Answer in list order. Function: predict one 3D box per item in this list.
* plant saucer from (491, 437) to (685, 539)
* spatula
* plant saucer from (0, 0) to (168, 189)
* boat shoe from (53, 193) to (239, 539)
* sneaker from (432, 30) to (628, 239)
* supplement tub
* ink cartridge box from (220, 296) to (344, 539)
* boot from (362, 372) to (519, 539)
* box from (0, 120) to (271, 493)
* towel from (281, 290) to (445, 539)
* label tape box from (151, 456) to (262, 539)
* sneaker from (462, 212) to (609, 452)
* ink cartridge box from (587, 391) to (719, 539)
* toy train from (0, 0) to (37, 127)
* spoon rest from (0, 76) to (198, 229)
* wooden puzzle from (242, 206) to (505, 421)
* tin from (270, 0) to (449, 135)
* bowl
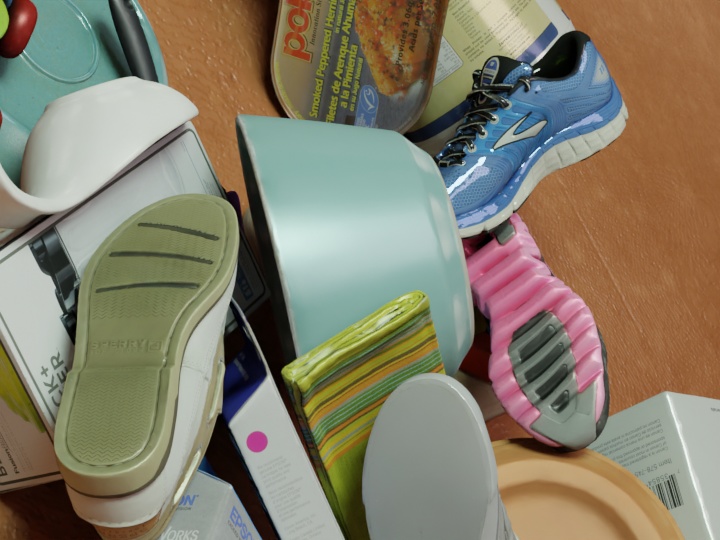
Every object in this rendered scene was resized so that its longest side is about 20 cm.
[{"bbox_3d":[0.108,0.192,0.988,0.198,0.038,0.202,2,65,-4],"label":"plant saucer"},{"bbox_3d":[-0.106,-0.075,0.990,0.201,0.020,0.057,64,18,-10],"label":"spatula"},{"bbox_3d":[-0.185,-0.133,0.973,0.199,0.027,0.202,29,46,-35],"label":"plant saucer"},{"bbox_3d":[-0.102,0.045,0.815,0.201,0.074,0.069,-74,164,-46],"label":"boat shoe"},{"bbox_3d":[0.084,-0.092,1.087,0.199,0.078,0.090,-37,121,-24],"label":"sneaker"},{"bbox_3d":[0.044,-0.198,1.181,0.200,0.144,0.145,51,38,-11],"label":"supplement tub"},{"bbox_3d":[-0.039,0.112,0.874,0.095,0.037,0.202,-145,-147,-77],"label":"ink cartridge box"},{"bbox_3d":[0.051,0.145,0.896,0.096,0.073,0.202,-33,121,-69],"label":"boot"},{"bbox_3d":[-0.138,0.015,0.881,0.200,0.060,0.118,-42,113,-52],"label":"box"},{"bbox_3d":[0.019,0.103,0.900,0.018,0.086,0.201,45,-21,45],"label":"towel"},{"bbox_3d":[-0.073,0.177,0.822,0.201,0.063,0.145,-72,148,-43],"label":"label tape box"},{"bbox_3d":[0.117,0.044,1.078,0.095,0.079,0.201,49,14,-45],"label":"sneaker"},{"bbox_3d":[0.212,0.204,1.105,0.144,0.145,0.202,13,57,-46],"label":"ink cartridge box"},{"bbox_3d":[-0.208,-0.098,0.825,0.084,0.116,0.202,24,57,-20],"label":"toy train"},{"bbox_3d":[-0.151,-0.060,0.846,0.200,0.099,0.061,-25,97,-68],"label":"spoon rest"},{"bbox_3d":[0.031,0.020,1.102,0.199,0.046,0.187,-16,79,-52],"label":"wooden puzzle"},{"bbox_3d":[0.003,-0.179,1.096,0.111,0.202,0.042,12,25,1],"label":"tin"},{"bbox_3d":[0.000,0.000,0.942,0.104,0.201,0.203,-13,71,-6],"label":"bowl"}]
